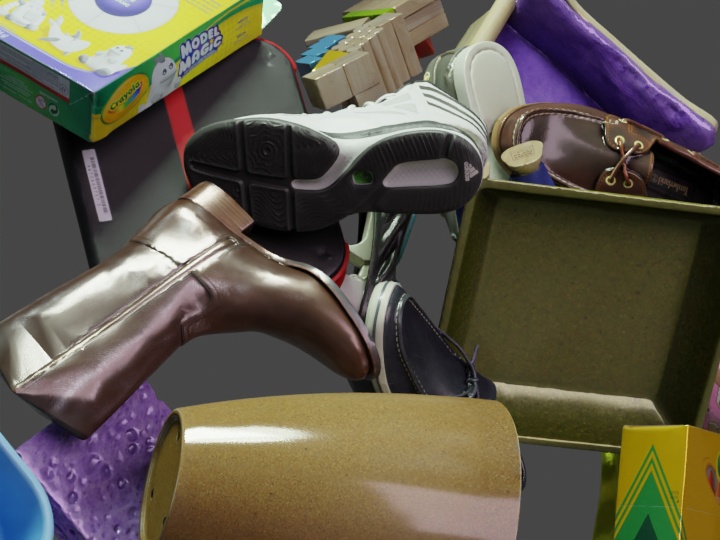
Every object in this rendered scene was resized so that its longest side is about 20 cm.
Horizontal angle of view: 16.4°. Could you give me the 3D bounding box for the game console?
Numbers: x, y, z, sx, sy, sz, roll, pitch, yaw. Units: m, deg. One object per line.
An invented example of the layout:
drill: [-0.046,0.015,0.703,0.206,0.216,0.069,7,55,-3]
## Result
game console: [-0.109,-0.061,1.677,0.177,0.031,0.200,-10,67,-17]

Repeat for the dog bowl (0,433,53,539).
dog bowl: [-0.262,0.121,1.498,0.200,0.050,0.111,51,51,-1]

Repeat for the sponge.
sponge: [-0.124,0.167,1.580,0.200,0.030,0.112,51,50,0]

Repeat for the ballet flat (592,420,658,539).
ballet flat: [0.201,0.171,1.768,0.067,0.067,0.200,19,58,-28]

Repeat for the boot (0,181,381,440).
boot: [-0.114,0.055,1.565,0.186,0.064,0.200,40,58,21]

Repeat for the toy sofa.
toy sofa: [0.162,-0.120,1.867,0.200,0.098,0.083,41,51,-11]

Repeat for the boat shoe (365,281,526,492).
boat shoe: [0.057,0.083,1.661,0.200,0.062,0.075,63,32,-35]

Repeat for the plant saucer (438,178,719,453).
plant saucer: [0.150,0.026,1.712,0.200,0.200,0.048,6,28,-9]

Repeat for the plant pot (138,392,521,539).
plant pot: [-0.027,0.149,1.534,0.200,0.186,0.187,14,60,-16]

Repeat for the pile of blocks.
pile of blocks: [0.003,-0.142,1.780,0.200,0.082,0.062,-50,125,-57]

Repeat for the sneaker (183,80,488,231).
sneaker: [-0.011,-0.079,1.664,0.115,0.200,0.076,-61,151,-67]

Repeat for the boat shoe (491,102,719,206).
boat shoe: [0.192,-0.074,1.792,0.200,0.070,0.071,15,85,-26]

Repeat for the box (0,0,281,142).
box: [-0.153,-0.168,1.681,0.117,0.048,0.200,29,44,24]

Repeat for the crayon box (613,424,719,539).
crayon box: [0.248,0.205,1.718,0.200,0.058,0.173,18,75,-50]

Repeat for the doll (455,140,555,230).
doll: [0.127,0.012,1.758,0.136,0.048,0.200,-18,113,-3]

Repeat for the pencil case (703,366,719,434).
pencil case: [0.224,0.048,1.835,0.200,0.087,0.083,41,75,-11]

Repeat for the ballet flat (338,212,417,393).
ballet flat: [0.000,0.000,1.721,0.068,0.068,0.200,14,65,-10]

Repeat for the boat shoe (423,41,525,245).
boat shoe: [0.088,-0.062,1.806,0.072,0.060,0.202,-10,92,-39]
